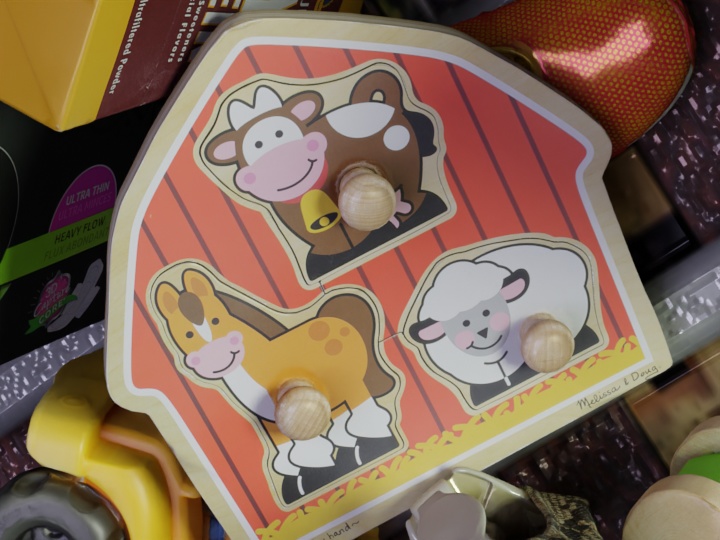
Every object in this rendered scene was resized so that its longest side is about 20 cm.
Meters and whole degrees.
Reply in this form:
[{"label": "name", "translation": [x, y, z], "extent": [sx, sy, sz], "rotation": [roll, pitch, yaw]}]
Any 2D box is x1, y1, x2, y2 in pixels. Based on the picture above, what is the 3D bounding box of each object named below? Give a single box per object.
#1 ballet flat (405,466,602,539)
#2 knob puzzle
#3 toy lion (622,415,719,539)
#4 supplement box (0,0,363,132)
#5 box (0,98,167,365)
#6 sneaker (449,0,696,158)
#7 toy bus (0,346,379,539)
[{"label": "ballet flat", "translation": [0.051, 0.102, 0.837], "extent": [0.075, 0.200, 0.068], "rotation": [35, 88, -3]}, {"label": "knob puzzle", "translation": [0.000, 0.000, 0.827], "extent": [0.218, 0.030, 0.221], "rotation": [-5, 116, -10]}, {"label": "toy lion", "translation": [0.190, 0.165, 0.836], "extent": [0.190, 0.069, 0.202], "rotation": [10, 116, 26]}, {"label": "supplement box", "translation": [-0.109, -0.165, 0.840], "extent": [0.196, 0.200, 0.134], "rotation": [28, 114, 19]}, {"label": "box", "translation": [-0.179, -0.046, 0.912], "extent": [0.124, 0.200, 0.150], "rotation": [25, 115, 22]}, {"label": "sneaker", "translation": [0.030, -0.053, 0.867], "extent": [0.199, 0.077, 0.073], "rotation": [-20, 93, 26]}, {"label": "toy bus", "translation": [-0.050, 0.146, 0.945], "extent": [0.190, 0.136, 0.202], "rotation": [9, 106, 13]}]
